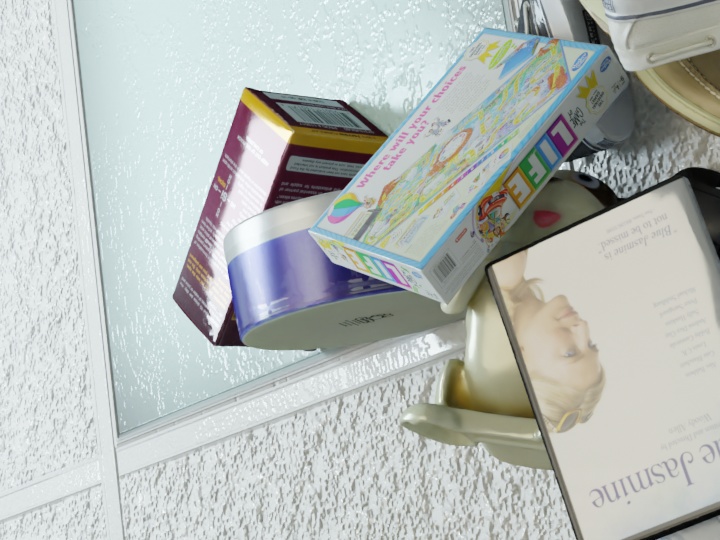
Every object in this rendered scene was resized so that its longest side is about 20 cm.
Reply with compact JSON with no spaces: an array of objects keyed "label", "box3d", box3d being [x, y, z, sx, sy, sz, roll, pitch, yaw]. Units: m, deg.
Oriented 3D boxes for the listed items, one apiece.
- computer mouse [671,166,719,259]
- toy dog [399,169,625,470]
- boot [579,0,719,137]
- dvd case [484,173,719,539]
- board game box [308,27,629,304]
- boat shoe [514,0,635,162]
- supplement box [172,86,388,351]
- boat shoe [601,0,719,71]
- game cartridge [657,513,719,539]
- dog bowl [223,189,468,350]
[{"label":"computer mouse","box3d":[0.260,-0.033,1.159,0.200,0.046,0.142,43,121,43]},{"label":"toy dog","box3d":[0.133,0.029,1.241,0.138,0.194,0.202,4,76,30]},{"label":"boot","box3d":[0.234,-0.193,1.185,0.155,0.072,0.201,-57,48,28]},{"label":"dvd case","box3d":[0.168,0.060,1.104,0.142,0.018,0.202,-25,71,20]},{"label":"board game box","box3d":[0.071,-0.076,1.213,0.200,0.034,0.134,-49,34,-15]},{"label":"boat shoe","box3d":[0.142,-0.178,1.301,0.067,0.071,0.202,-22,77,46]},{"label":"supplement box","box3d":[-0.066,-0.040,1.509,0.086,0.109,0.202,43,119,44]},{"label":"boat shoe","box3d":[0.251,-0.166,1.115,0.071,0.198,0.070,-94,-11,-64]},{"label":"game cartridge","box3d":[0.242,0.083,1.092,0.200,0.040,0.134,-42,61,14]},{"label":"dog bowl","box3d":[0.000,0.000,1.355,0.199,0.199,0.080,-22,73,48]}]
